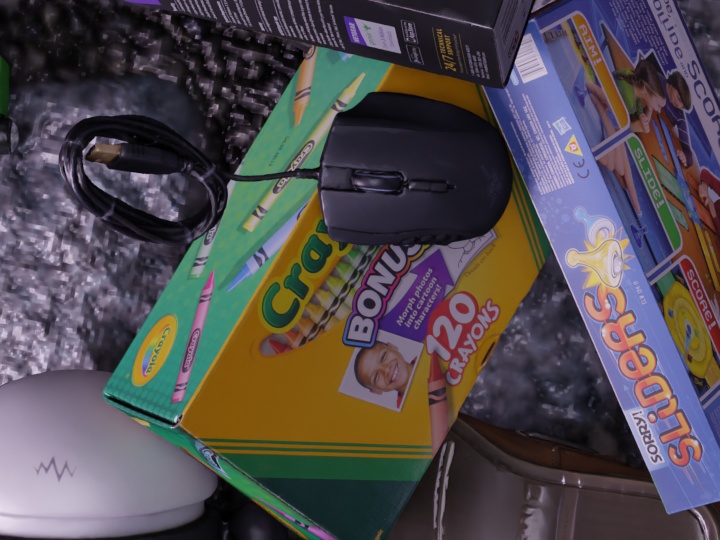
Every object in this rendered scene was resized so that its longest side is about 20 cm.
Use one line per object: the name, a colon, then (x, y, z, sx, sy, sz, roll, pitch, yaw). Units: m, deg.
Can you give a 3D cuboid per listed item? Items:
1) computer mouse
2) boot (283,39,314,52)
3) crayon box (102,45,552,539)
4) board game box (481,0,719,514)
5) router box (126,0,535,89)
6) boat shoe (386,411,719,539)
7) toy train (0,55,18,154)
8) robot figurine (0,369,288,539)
computer mouse: (-0.019, -0.035, 0.915, 0.200, 0.034, 0.059, -3, 102, -36)
boot: (-0.046, -0.186, 1.025, 0.200, 0.077, 0.139, 31, 91, -17)
crayon box: (0.000, 0.000, 0.995, 0.119, 0.058, 0.200, 39, 76, -36)
board game box: (0.122, -0.019, 1.008, 0.034, 0.135, 0.201, -20, 96, 32)
router box: (0.008, -0.182, 0.952, 0.157, 0.052, 0.201, 15, 71, 14)
boat shoe: (0.062, 0.102, 1.051, 0.199, 0.068, 0.072, 18, 92, 20)
toy train: (-0.243, -0.072, 1.047, 0.199, 0.042, 0.057, 2, 86, -1)
robot figurine: (-0.119, 0.141, 1.030, 0.150, 0.125, 0.201, -5, 99, -44)
